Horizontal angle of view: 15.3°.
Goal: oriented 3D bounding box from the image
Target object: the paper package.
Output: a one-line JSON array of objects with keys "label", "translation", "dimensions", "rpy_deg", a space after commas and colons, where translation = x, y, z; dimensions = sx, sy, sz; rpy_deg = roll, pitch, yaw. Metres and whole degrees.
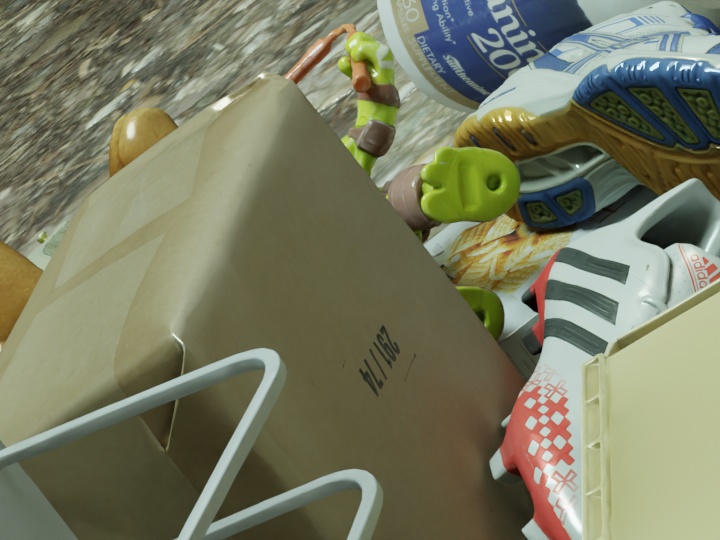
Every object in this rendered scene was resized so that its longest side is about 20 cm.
[{"label": "paper package", "translation": [-0.023, 0.066, 0.867], "dimensions": [0.103, 0.191, 0.200], "rpy_deg": [-32, 17, 22]}]

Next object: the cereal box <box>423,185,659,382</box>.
[{"label": "cereal box", "translation": [0.084, -0.008, 1.089], "dimensions": [0.200, 0.040, 0.144], "rpy_deg": [-38, 19, -3]}]

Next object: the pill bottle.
[{"label": "pill bottle", "translation": [0.109, -0.147, 1.268], "dimensions": [0.200, 0.111, 0.111], "rpy_deg": [-14, 29, 49]}]

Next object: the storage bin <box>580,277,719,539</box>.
[{"label": "storage bin", "translation": [0.166, 0.046, 0.728], "dimensions": [0.200, 0.094, 0.199], "rpy_deg": [-32, 18, 17]}]

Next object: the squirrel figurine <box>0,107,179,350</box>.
[{"label": "squirrel figurine", "translation": [-0.107, 0.073, 0.982], "dimensions": [0.187, 0.200, 0.142], "rpy_deg": [-34, -8, -48]}]

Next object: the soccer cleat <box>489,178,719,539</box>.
[{"label": "soccer cleat", "translation": [0.095, 0.036, 0.899], "dimensions": [0.085, 0.069, 0.200], "rpy_deg": [-40, 18, 23]}]

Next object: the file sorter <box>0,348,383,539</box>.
[{"label": "file sorter", "translation": [-0.030, 0.140, 0.690], "dimensions": [0.124, 0.200, 0.139], "rpy_deg": [-24, 22, 30]}]

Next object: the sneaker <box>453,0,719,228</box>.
[{"label": "sneaker", "translation": [0.118, -0.072, 1.010], "dimensions": [0.088, 0.075, 0.200], "rpy_deg": [-49, 26, -26]}]

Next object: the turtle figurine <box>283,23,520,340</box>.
[{"label": "turtle figurine", "translation": [0.000, 0.000, 1.065], "dimensions": [0.161, 0.064, 0.201], "rpy_deg": [8, 76, 60]}]

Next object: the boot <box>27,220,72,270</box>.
[{"label": "boot", "translation": [-0.206, 0.044, 1.450], "dimensions": [0.200, 0.072, 0.155], "rpy_deg": [-6, 36, 49]}]
